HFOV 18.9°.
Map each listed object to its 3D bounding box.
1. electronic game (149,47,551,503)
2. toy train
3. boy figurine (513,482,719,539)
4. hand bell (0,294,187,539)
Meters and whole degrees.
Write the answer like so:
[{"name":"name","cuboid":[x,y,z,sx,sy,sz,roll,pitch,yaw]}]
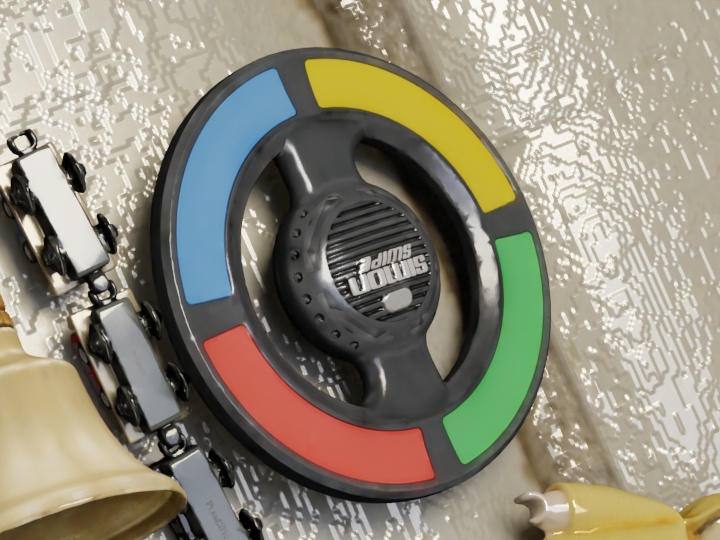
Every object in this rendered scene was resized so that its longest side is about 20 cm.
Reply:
[{"name":"electronic game","cuboid":[0.000,0.000,0.923,0.200,0.042,0.201,13,67,-32]},{"name":"toy train","cuboid":[-0.096,0.035,0.883,0.034,0.046,0.200,-27,93,-22]},{"name":"boy figurine","cuboid":[0.113,0.150,0.942,0.200,0.064,0.125,-14,80,-24]},{"name":"hand bell","cuboid":[-0.150,0.017,0.855,0.104,0.104,0.200,-13,70,-27]}]
